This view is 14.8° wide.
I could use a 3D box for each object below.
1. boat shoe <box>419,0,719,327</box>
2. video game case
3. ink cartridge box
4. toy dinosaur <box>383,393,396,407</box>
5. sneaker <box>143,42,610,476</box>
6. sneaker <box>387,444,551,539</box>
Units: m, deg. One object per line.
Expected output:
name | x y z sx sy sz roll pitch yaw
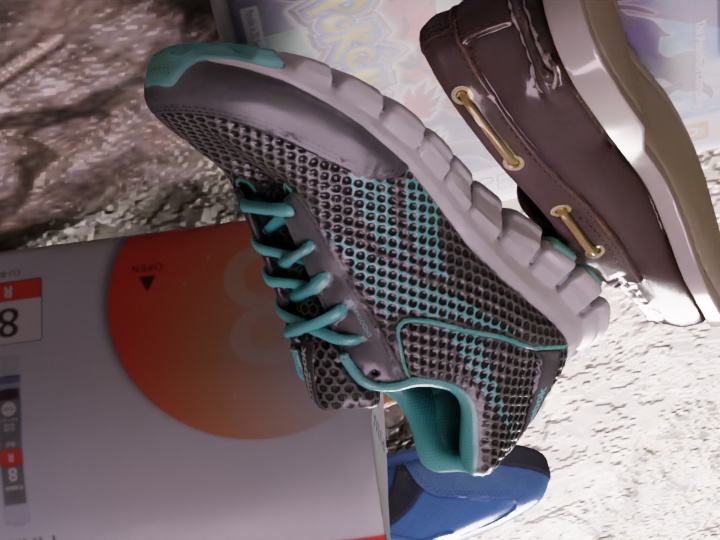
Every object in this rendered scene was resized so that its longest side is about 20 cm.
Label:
boat shoe | 0.081 -0.036 0.966 0.059 0.072 0.200 -17 146 15
video game case | 0.043 -0.083 0.960 0.181 0.023 0.200 -14 148 -1
ink cartridge box | -0.071 0.080 0.977 0.161 0.201 0.050 -7 148 6
toy dinosaur | -0.025 0.076 1.084 0.107 0.060 0.200 -56 170 7
sneaker | 0.000 0.000 0.924 0.200 0.092 0.077 37 161 -29
sneaker | -0.010 0.126 1.205 0.199 0.079 0.066 -11 158 -8
